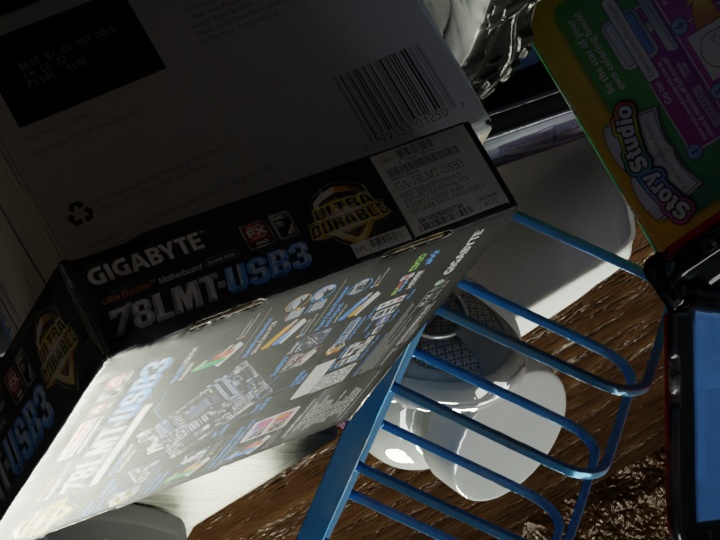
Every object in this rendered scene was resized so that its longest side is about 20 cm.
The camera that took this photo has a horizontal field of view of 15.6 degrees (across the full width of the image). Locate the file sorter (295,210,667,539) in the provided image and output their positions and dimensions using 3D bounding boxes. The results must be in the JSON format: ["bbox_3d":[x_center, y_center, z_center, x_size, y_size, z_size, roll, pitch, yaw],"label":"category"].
[{"bbox_3d":[0.054,0.085,1.264,0.139,0.122,0.201,-59,173,-63],"label":"file sorter"}]

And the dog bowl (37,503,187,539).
[{"bbox_3d":[-0.171,0.179,1.310,0.199,0.059,0.200,-9,154,-5],"label":"dog bowl"}]

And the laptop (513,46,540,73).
[{"bbox_3d":[0.164,-0.123,1.417,0.186,0.200,0.116,-25,132,-22],"label":"laptop"}]

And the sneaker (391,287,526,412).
[{"bbox_3d":[0.000,0.000,1.351,0.075,0.199,0.082,-51,170,-33],"label":"sneaker"}]

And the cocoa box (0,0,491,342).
[{"bbox_3d":[-0.070,-0.051,1.127,0.199,0.134,0.131,-24,163,-22],"label":"cocoa box"}]

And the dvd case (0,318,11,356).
[{"bbox_3d":[-0.147,-0.001,1.235,0.199,0.025,0.150,-25,-163,-22],"label":"dvd case"}]

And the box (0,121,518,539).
[{"bbox_3d":[-0.058,0.032,1.066,0.198,0.050,0.200,-19,160,-31],"label":"box"}]

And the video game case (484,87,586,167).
[{"bbox_3d":[0.100,-0.083,1.499,0.199,0.019,0.143,-20,175,3],"label":"video game case"}]

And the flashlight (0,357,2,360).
[{"bbox_3d":[-0.137,0.020,1.319,0.199,0.068,0.068,-17,-161,7],"label":"flashlight"}]

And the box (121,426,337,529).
[{"bbox_3d":[-0.107,0.079,1.288,0.095,0.078,0.200,9,151,-37],"label":"box"}]

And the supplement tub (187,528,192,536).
[{"bbox_3d":[-0.196,0.117,1.449,0.144,0.145,0.200,-38,164,31],"label":"supplement tub"}]

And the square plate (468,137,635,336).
[{"bbox_3d":[0.087,-0.010,1.583,0.200,0.028,0.199,-35,-155,21],"label":"square plate"}]

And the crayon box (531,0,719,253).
[{"bbox_3d":[0.147,-0.109,1.235,0.118,0.201,0.058,-31,166,7],"label":"crayon box"}]

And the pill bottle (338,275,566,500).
[{"bbox_3d":[0.019,0.041,1.463,0.112,0.200,0.113,-26,135,-29],"label":"pill bottle"}]

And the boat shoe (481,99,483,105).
[{"bbox_3d":[0.037,-0.071,1.360,0.067,0.072,0.200,-33,151,-8],"label":"boat shoe"}]

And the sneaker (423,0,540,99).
[{"bbox_3d":[0.039,-0.125,1.195,0.074,0.079,0.200,-32,163,-36],"label":"sneaker"}]

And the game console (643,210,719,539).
[{"bbox_3d":[0.212,0.032,1.194,0.172,0.119,0.200,-35,164,19],"label":"game console"}]
